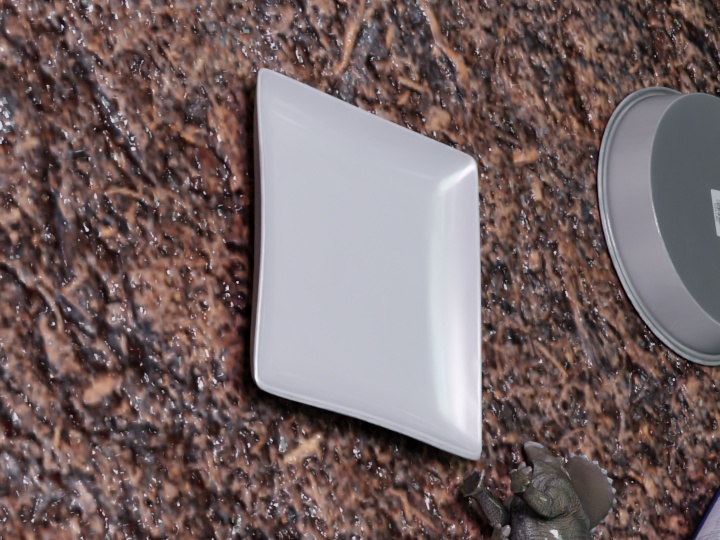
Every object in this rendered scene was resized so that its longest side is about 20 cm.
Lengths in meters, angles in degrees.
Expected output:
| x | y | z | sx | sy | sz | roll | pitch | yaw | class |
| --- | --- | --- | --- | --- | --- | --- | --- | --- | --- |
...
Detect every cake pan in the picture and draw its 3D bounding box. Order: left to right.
| x | y | z | sx | sy | sz | roll | pitch | yaw | class |
| --- | --- | --- | --- | --- | --- | --- | --- | --- | --- |
| 0.239 | -0.035 | 2.064 | 0.200 | 0.037 | 0.201 | 20 | 62 | -43 | cake pan |

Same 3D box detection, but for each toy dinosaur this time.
| x | y | z | sx | sy | sz | roll | pitch | yaw | class |
| --- | --- | --- | --- | --- | --- | --- | --- | --- | --- |
| 0.110 | 0.177 | 1.805 | 0.102 | 0.077 | 0.201 | 28 | 53 | -32 | toy dinosaur |

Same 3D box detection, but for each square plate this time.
| x | y | z | sx | sy | sz | roll | pitch | yaw | class |
| --- | --- | --- | --- | --- | --- | --- | --- | --- | --- |
| 0.000 | 0.000 | 1.781 | 0.198 | 0.028 | 0.201 | 20 | 61 | -43 | square plate |

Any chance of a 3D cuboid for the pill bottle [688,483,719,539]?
| x | y | z | sx | sy | sz | roll | pitch | yaw | class |
| --- | --- | --- | --- | --- | --- | --- | --- | --- | --- |
| 0.257 | 0.210 | 1.935 | 0.112 | 0.112 | 0.200 | 56 | 42 | -18 | pill bottle |
